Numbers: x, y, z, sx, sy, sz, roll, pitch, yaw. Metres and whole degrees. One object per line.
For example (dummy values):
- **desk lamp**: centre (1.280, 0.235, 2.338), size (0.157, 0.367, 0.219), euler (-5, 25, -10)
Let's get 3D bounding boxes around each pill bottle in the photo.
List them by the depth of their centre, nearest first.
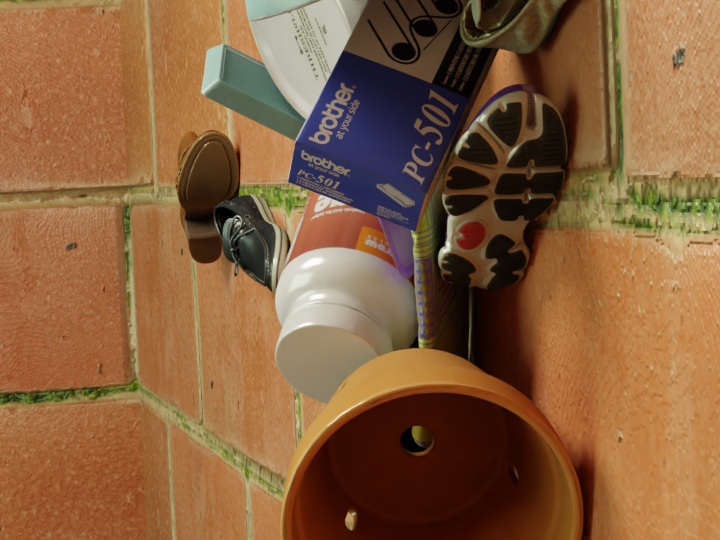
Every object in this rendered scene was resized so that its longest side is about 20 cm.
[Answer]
- **pill bottle**: centre (0.000, 0.000, 1.562), size (0.112, 0.112, 0.201), euler (101, -176, -46)

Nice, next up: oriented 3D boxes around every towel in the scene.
- **towel**: centre (0.057, 0.017, 1.520), size (0.144, 0.023, 0.201), euler (-55, -35, -65)

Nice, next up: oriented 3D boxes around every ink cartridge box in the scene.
- **ink cartridge box**: centre (0.031, -0.125, 1.396), size (0.044, 0.094, 0.200), euler (105, -172, -53)

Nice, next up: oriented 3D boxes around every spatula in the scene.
- **spatula**: centre (0.023, -0.096, 1.493), size (0.056, 0.020, 0.201), euler (-35, -58, -61)

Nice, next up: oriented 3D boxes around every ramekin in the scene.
- **ramekin**: centre (-0.008, -0.195, 1.581), size (0.202, 0.094, 0.203), euler (42, 146, 37)

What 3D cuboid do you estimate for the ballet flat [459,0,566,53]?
- **ballet flat**: centre (0.108, -0.195, 1.314), size (0.200, 0.062, 0.068), euler (113, 151, -60)

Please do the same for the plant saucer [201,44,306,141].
- **plant saucer**: centre (-0.033, -0.120, 1.653), size (0.019, 0.199, 0.070), euler (-55, 19, 31)

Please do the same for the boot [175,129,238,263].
- **boot**: centre (-0.200, -0.128, 2.587), size (0.155, 0.073, 0.201), euler (-102, 18, -48)

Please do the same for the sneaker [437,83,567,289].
- **sneaker**: centre (0.085, -0.067, 1.416), size (0.200, 0.080, 0.084), euler (107, 161, -57)

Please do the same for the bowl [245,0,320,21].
- **bowl**: centre (-0.002, -0.251, 1.359), size (0.105, 0.200, 0.201), euler (67, 170, -11)

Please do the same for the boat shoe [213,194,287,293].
- **boat shoe**: centre (-0.120, -0.028, 2.299), size (0.200, 0.062, 0.075), euler (-122, 33, -61)

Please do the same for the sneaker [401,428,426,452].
- **sneaker**: centre (0.052, 0.176, 1.599), size (0.140, 0.078, 0.201), euler (-7, 109, 61)

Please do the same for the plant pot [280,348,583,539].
- **plant pot**: centre (0.044, 0.141, 1.415), size (0.140, 0.199, 0.201), euler (-97, 9, -69)

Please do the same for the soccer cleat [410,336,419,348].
- **soccer cleat**: centre (0.040, 0.088, 1.684), size (0.081, 0.067, 0.201), euler (39, 135, 49)
